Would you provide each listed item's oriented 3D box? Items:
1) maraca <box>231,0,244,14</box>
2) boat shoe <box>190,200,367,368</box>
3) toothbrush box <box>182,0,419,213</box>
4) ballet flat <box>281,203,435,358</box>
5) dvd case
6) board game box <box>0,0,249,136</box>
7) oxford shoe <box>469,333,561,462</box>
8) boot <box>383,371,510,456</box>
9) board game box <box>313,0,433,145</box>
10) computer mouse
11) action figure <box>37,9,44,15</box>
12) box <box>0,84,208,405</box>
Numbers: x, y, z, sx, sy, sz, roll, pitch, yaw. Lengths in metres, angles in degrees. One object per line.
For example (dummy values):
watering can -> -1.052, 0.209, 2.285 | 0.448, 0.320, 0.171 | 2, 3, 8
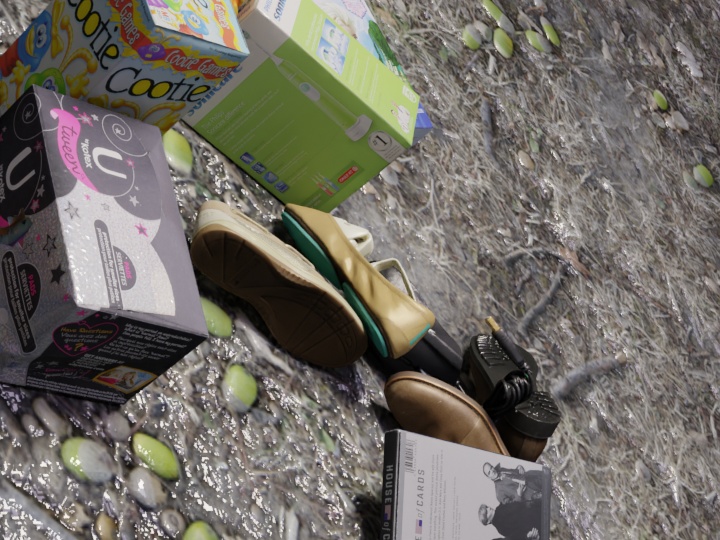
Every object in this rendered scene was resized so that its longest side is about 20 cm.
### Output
maraca -> -0.176, -0.240, 1.504 | 0.199, 0.137, 0.107 | -35, 81, -37
boat shoe -> -0.069, 0.010, 1.515 | 0.200, 0.072, 0.065 | 38, 25, -26
toothbrush box -> -0.064, -0.162, 1.618 | 0.199, 0.145, 0.087 | 38, 35, -21
ballet flat -> 0.000, 0.000, 1.576 | 0.200, 0.063, 0.069 | 52, -13, 32
dvd case -> 0.094, 0.230, 1.498 | 0.199, 0.025, 0.152 | 18, 68, -40
board game box -> -0.202, -0.167, 1.391 | 0.102, 0.200, 0.106 | 11, 49, -47
oxford shoe -> 0.135, 0.127, 1.675 | 0.072, 0.085, 0.200 | 15, 24, -12
boot -> 0.090, 0.176, 1.566 | 0.200, 0.073, 0.076 | 47, 42, -13
board game box -> -0.032, -0.223, 1.819 | 0.199, 0.041, 0.201 | -7, 65, -55
computer mouse -> 0.069, 0.068, 1.580 | 0.046, 0.140, 0.201 | -32, 85, -44
action figure -> -0.276, -0.279, 1.507 | 0.119, 0.102, 0.200 | 43, 6, 0
box -> -0.215, -0.019, 1.309 | 0.131, 0.114, 0.202 | 17, 46, -44
